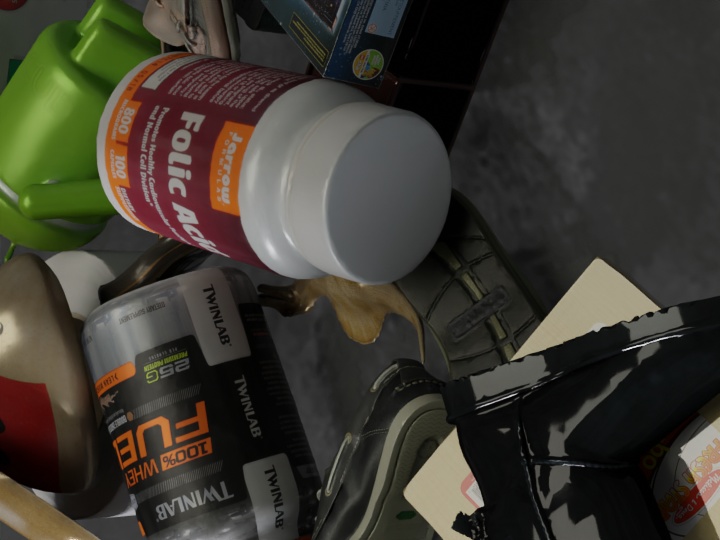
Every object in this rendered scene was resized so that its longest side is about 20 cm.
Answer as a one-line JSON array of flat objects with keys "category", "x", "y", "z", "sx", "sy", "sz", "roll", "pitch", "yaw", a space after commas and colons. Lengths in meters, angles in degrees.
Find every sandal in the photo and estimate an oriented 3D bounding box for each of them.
[{"category": "sandal", "x": -0.104, "y": -0.040, "z": 1.145, "sx": 0.200, "sy": 0.082, "sz": 0.055, "roll": -34, "pitch": 83, "yaw": 26}, {"category": "sandal", "x": 0.080, "y": 0.040, "z": 0.978, "sx": 0.080, "sy": 0.057, "sz": 0.201, "roll": -29, "pitch": 71, "yaw": 17}]

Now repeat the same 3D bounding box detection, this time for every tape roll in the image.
[{"category": "tape roll", "x": -0.188, "y": 0.085, "z": 1.286, "sx": 0.202, "sy": 0.071, "sz": 0.203, "roll": -2, "pitch": 88, "yaw": 49}]

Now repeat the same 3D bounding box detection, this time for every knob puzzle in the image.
[{"category": "knob puzzle", "x": 0.146, "y": 0.122, "z": 0.899, "sx": 0.219, "sy": 0.030, "sz": 0.220, "roll": 0, "pitch": 89, "yaw": 28}]

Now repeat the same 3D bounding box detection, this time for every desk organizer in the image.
[{"category": "desk organizer", "x": 0.034, "y": -0.156, "z": 1.029, "sx": 0.077, "sy": 0.072, "sz": 0.200, "roll": 40, "pitch": 119, "yaw": 40}]

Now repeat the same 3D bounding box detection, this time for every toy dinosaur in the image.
[{"category": "toy dinosaur", "x": 0.000, "y": 0.000, "z": 1.091, "sx": 0.200, "sy": 0.058, "sz": 0.101, "roll": 10, "pitch": 111, "yaw": 57}]

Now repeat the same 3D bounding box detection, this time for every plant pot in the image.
[{"category": "plant pot", "x": -0.229, "y": 0.166, "z": 1.174, "sx": 0.200, "sy": 0.200, "sz": 0.028, "roll": 19, "pitch": 70, "yaw": 49}]

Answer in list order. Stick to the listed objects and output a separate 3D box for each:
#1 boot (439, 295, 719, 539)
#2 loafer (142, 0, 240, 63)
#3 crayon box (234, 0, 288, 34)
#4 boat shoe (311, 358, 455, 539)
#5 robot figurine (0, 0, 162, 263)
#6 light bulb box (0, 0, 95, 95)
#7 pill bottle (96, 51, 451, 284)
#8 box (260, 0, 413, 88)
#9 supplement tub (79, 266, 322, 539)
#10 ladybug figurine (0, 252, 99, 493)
[{"category": "boot", "x": 0.133, "y": 0.111, "z": 0.849, "sx": 0.198, "sy": 0.073, "sz": 0.163, "roll": -23, "pitch": 77, "yaw": 33}, {"category": "loafer", "x": -0.113, "y": -0.153, "z": 1.137, "sx": 0.072, "sy": 0.063, "sz": 0.200, "roll": -120, "pitch": 15, "yaw": -47}, {"category": "crayon box", "x": -0.049, "y": -0.274, "z": 1.145, "sx": 0.126, "sy": 0.052, "sz": 0.200, "roll": 46, "pitch": 123, "yaw": 40}, {"category": "boat shoe", "x": 0.004, "y": 0.149, "z": 1.061, "sx": 0.068, "sy": 0.072, "sz": 0.200, "roll": 45, "pitch": 118, "yaw": 48}, {"category": "robot figurine", "x": -0.208, "y": -0.098, "z": 1.243, "sx": 0.200, "sy": 0.116, "sz": 0.176, "roll": -52, "pitch": 24, "yaw": 23}, {"category": "light bulb box", "x": -0.313, "y": -0.169, "z": 1.398, "sx": 0.200, "sy": 0.125, "sz": 0.199, "roll": 17, "pitch": 101, "yaw": 48}, {"category": "pill bottle", "x": -0.051, "y": -0.058, "z": 0.987, "sx": 0.200, "sy": 0.114, "sz": 0.114, "roll": 17, "pitch": 102, "yaw": 45}, {"category": "box", "x": -0.017, "y": -0.210, "z": 1.002, "sx": 0.200, "sy": 0.038, "sz": 0.137, "roll": 55, "pitch": 130, "yaw": 52}, {"category": "supplement tub", "x": -0.099, "y": 0.109, "z": 1.127, "sx": 0.122, "sy": 0.122, "sz": 0.200, "roll": -30, "pitch": 76, "yaw": 45}, {"category": "ladybug figurine", "x": -0.227, "y": 0.079, "z": 1.174, "sx": 0.136, "sy": 0.072, "sz": 0.200, "roll": -122, "pitch": 22, "yaw": -45}]
